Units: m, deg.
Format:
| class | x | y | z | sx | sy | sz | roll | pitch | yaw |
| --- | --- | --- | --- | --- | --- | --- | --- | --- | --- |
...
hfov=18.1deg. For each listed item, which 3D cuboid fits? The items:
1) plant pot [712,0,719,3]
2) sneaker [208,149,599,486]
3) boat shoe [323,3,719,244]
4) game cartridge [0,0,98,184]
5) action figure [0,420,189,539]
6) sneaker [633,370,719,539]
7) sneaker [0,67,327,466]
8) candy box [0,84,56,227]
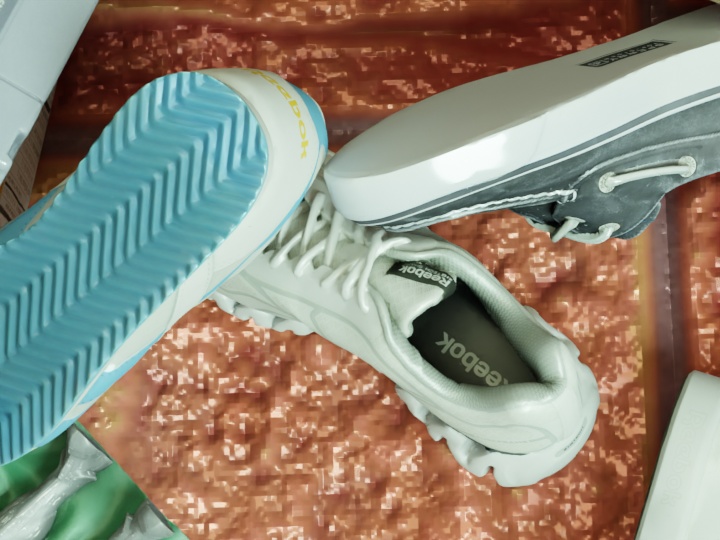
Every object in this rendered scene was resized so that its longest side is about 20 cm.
| class | x | y | z | sx | sy | sz | roll | pitch | yaw |
| --- | --- | --- | --- | --- | --- | --- | --- | --- | --- |
| plant pot | 0.172 | -0.182 | 0.841 | 0.200 | 0.093 | 0.202 | -2 | 78 | 9 |
| sneaker | 0.000 | 0.000 | 0.820 | 0.200 | 0.081 | 0.075 | 32 | 82 | 11 |
| boat shoe | 0.082 | -0.041 | 0.812 | 0.200 | 0.072 | 0.068 | -21 | 109 | -26 |
| game cartridge | -0.143 | -0.135 | 0.778 | 0.133 | 0.042 | 0.200 | 29 | 69 | -11 |
| action figure | -0.156 | 0.143 | 0.808 | 0.200 | 0.055 | 0.118 | -44 | 78 | -5 |
| sneaker | 0.125 | 0.138 | 0.784 | 0.084 | 0.073 | 0.201 | 17 | 77 | 9 |
| sneaker | -0.091 | 0.004 | 0.786 | 0.200 | 0.081 | 0.077 | -36 | 83 | 24 |
| candy box | -0.172 | -0.098 | 0.862 | 0.115 | 0.055 | 0.201 | 10 | 78 | 5 |
